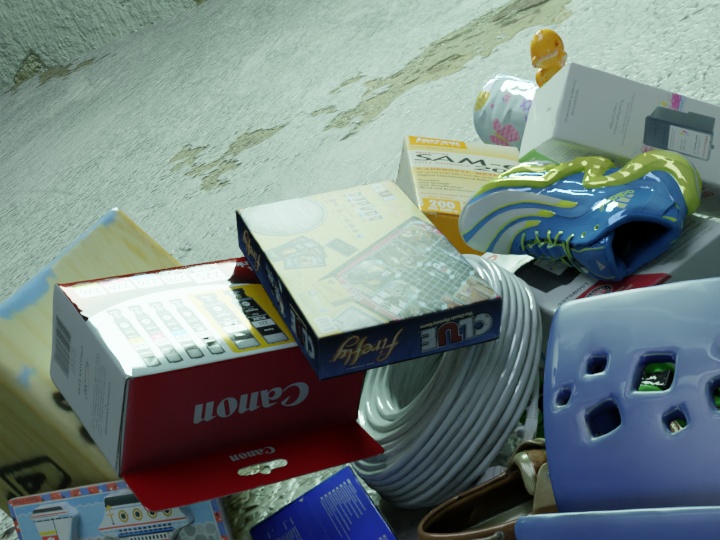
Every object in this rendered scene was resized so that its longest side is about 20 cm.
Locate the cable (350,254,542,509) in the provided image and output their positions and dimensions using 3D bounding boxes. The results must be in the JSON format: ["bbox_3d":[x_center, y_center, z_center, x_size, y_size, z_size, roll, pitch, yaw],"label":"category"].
[{"bbox_3d":[0.059,0.085,0.955,0.200,0.069,0.202,-37,31,46],"label":"cable"}]

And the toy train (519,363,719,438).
[{"bbox_3d":[0.198,0.096,0.881,0.198,0.057,0.042,-13,29,36],"label":"toy train"}]

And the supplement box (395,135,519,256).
[{"bbox_3d":[0.103,-0.060,1.206,0.124,0.074,0.201,6,25,-6],"label":"supplement box"}]

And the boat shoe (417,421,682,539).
[{"bbox_3d":[0.128,0.152,0.826,0.198,0.074,0.076,-31,24,-4],"label":"boat shoe"}]

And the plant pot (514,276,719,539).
[{"bbox_3d":[0.204,0.133,0.644,0.198,0.201,0.181,-10,37,35],"label":"plant pot"}]

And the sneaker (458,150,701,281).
[{"bbox_3d":[0.161,-0.037,0.955,0.198,0.076,0.105,-15,28,26],"label":"sneaker"}]

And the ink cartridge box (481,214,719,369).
[{"bbox_3d":[0.196,0.015,1.010,0.145,0.083,0.200,-35,25,-14],"label":"ink cartridge box"}]

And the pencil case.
[{"bbox_3d":[0.208,-0.169,1.350,0.083,0.091,0.199,-39,25,-23],"label":"pencil case"}]

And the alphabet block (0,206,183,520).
[{"bbox_3d":[-0.211,0.111,1.034,0.196,0.199,0.197,-49,-2,-39],"label":"alphabet block"}]

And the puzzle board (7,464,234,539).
[{"bbox_3d":[-0.168,0.229,0.909,0.198,0.153,0.017,-14,7,29],"label":"puzzle board"}]

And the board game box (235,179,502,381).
[{"bbox_3d":[0.000,0.000,0.902,0.134,0.035,0.200,-12,31,-17],"label":"board game box"}]

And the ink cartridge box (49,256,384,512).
[{"bbox_3d":[-0.097,0.071,0.890,0.198,0.085,0.175,-10,33,-34],"label":"ink cartridge box"}]

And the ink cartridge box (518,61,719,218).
[{"bbox_3d":[0.244,-0.103,1.033,0.117,0.197,0.068,148,137,-81],"label":"ink cartridge box"}]

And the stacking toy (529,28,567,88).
[{"bbox_3d":[0.199,-0.132,1.150,0.116,0.201,0.109,-43,28,-29],"label":"stacking toy"}]

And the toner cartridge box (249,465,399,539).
[{"bbox_3d":[-0.009,0.221,0.878,0.094,0.044,0.200,-30,24,-6],"label":"toner cartridge box"}]
